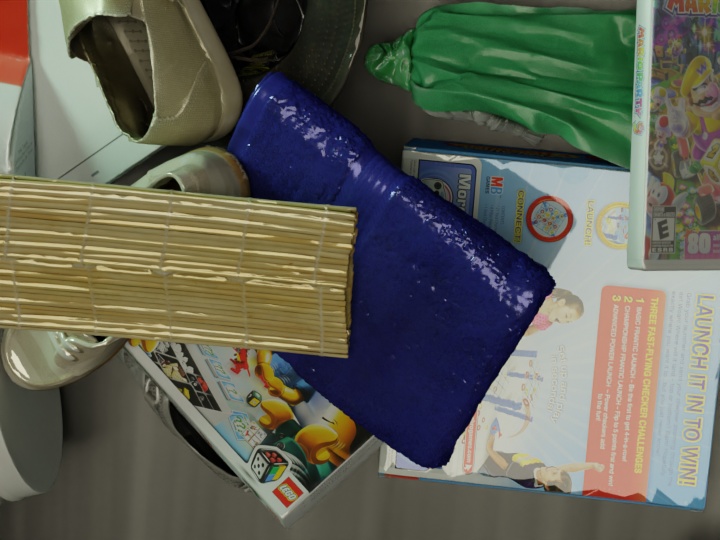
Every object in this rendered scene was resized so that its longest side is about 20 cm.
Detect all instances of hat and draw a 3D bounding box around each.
[{"bbox_3d":[-0.058,-0.171,1.295,0.200,0.081,0.201,7,102,33],"label":"hat"}]

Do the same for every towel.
[{"bbox_3d":[0.000,0.000,1.237,0.200,0.050,0.148,37,122,12],"label":"towel"}]

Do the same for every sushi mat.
[{"bbox_3d":[-0.102,-0.002,1.195,0.199,0.012,0.096,5,125,0],"label":"sushi mat"}]

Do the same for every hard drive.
[{"bbox_3d":[-0.197,-0.139,1.323,0.132,0.027,0.200,-28,96,47],"label":"hard drive"}]

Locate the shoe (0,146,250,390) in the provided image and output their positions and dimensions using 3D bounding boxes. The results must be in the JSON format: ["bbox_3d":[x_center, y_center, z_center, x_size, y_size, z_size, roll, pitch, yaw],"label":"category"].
[{"bbox_3d":[-0.143,0.002,1.245,0.200,0.053,0.070,-43,84,28],"label":"shoe"}]

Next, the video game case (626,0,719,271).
[{"bbox_3d":[0.211,-0.101,1.251,0.143,0.018,0.201,0,94,-32],"label":"video game case"}]

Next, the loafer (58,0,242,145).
[{"bbox_3d":[-0.136,-0.155,1.238,0.076,0.068,0.200,-29,93,44],"label":"loafer"}]

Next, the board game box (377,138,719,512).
[{"bbox_3d":[0.116,0.030,1.324,0.195,0.056,0.201,6,101,7],"label":"board game box"}]

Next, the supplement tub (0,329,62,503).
[{"bbox_3d":[-0.294,0.090,1.351,0.199,0.145,0.146,-11,98,10],"label":"supplement tub"}]

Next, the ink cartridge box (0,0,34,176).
[{"bbox_3d":[-0.273,-0.101,1.322,0.162,0.050,0.200,12,126,12],"label":"ink cartridge box"}]

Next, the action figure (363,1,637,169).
[{"bbox_3d":[0.101,-0.112,1.287,0.199,0.055,0.118,8,69,3],"label":"action figure"}]

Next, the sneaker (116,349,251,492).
[{"bbox_3d":[-0.106,0.048,1.347,0.075,0.082,0.200,-41,92,13],"label":"sneaker"}]

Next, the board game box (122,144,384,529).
[{"bbox_3d":[-0.063,0.034,1.299,0.126,0.035,0.200,-42,76,-10],"label":"board game box"}]
